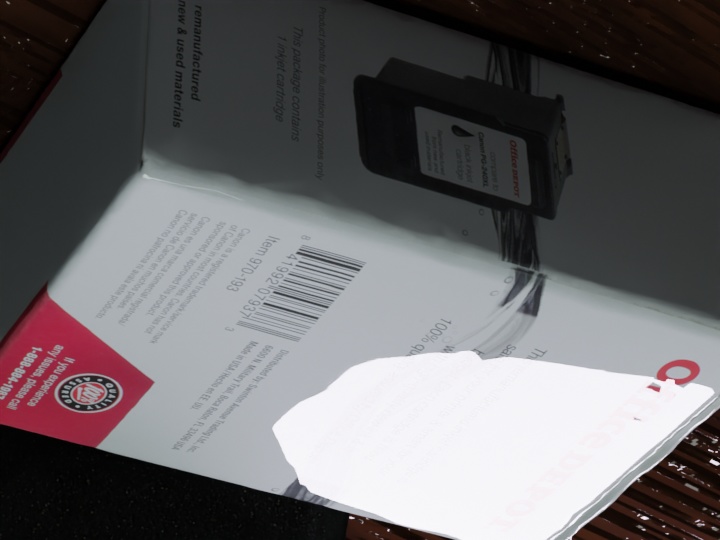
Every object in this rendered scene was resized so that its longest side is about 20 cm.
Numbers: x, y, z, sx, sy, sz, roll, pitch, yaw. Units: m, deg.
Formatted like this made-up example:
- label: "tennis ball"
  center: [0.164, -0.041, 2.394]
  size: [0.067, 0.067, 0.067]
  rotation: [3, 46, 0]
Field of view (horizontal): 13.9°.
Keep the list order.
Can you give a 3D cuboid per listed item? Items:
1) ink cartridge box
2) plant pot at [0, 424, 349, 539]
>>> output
- label: "ink cartridge box"
  center: [0.000, 0.000, 0.869]
  size: [0.199, 0.084, 0.145]
  rotation: [16, 143, -23]
- label: "plant pot"
  center: [-0.110, 0.159, 1.027]
  size: [0.199, 0.178, 0.200]
  rotation: [5, 147, -8]
